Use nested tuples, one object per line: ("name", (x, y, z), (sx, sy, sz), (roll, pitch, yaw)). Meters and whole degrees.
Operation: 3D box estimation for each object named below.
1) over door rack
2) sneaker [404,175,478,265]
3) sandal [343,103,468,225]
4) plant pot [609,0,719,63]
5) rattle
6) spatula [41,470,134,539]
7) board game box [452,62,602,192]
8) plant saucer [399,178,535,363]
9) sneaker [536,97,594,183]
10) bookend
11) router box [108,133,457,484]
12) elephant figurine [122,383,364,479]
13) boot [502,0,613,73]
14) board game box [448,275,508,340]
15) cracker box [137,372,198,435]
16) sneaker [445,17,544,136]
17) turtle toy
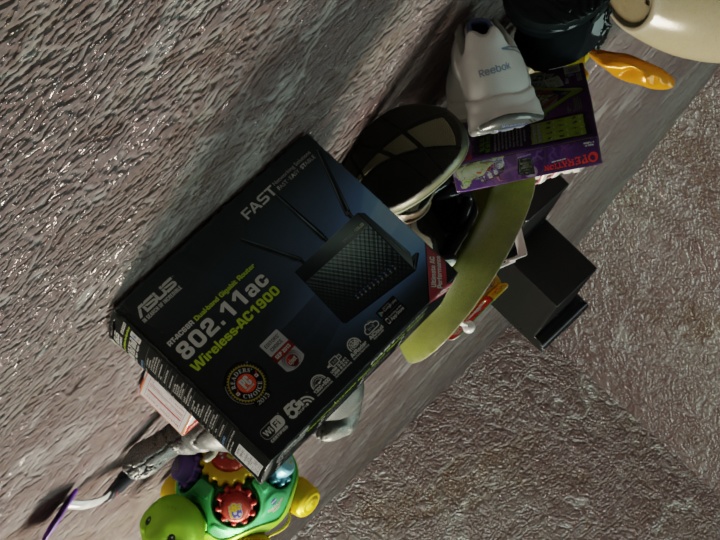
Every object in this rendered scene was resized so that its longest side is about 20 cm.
("over door rack", (0.073, 0.027, 1.759), (0.148, 0.067, 0.200), (-6, -156, 47))
("sneaker", (0.070, -0.059, 1.410), (0.088, 0.076, 0.200), (-29, -147, 42))
("sandal", (0.022, -0.064, 1.340), (0.057, 0.080, 0.201), (0, 149, -40))
("plant pot", (0.290, -0.272, 1.477), (0.134, 0.201, 0.200), (-16, 159, -21))
("rattle", (0.167, -0.143, 1.544), (0.200, 0.143, 0.130), (-52, -169, -12))
("spatula", (-0.236, 0.202, 1.471), (0.057, 0.021, 0.200), (-53, 170, 23))
("board game box", (0.136, -0.123, 1.392), (0.120, 0.032, 0.200), (-7, -157, 7))
("plant saucer", (0.083, -0.012, 1.451), (0.200, 0.031, 0.200), (-56, -169, 16))
("sneaker", (0.168, -0.109, 1.616), (0.075, 0.104, 0.200), (103, 13, -61))
("bookend", (0.189, -0.042, 1.864), (0.092, 0.199, 0.200), (-40, 168, -28))
("router box", (-0.052, 0.024, 1.153), (0.200, 0.150, 0.062), (-44, 171, -23))
("elephant figurine", (-0.097, 0.117, 1.477), (0.200, 0.141, 0.156), (-21, 128, -36))
("boot", (0.168, -0.218, 1.392), (0.200, 0.076, 0.168), (-49, 170, -33))
("board game box", (0.073, 0.030, 1.850), (0.096, 0.030, 0.200), (-44, -152, -22))
("cracker box", (-0.093, 0.032, 1.298), (0.134, 0.058, 0.200), (-42, 170, -34))
("sneaker", (0.104, -0.161, 1.330), (0.074, 0.087, 0.200), (-15, -170, -3))
("turtle toy", (-0.145, 0.231, 1.719), (0.200, 0.146, 0.101), (-44, 149, -26))
